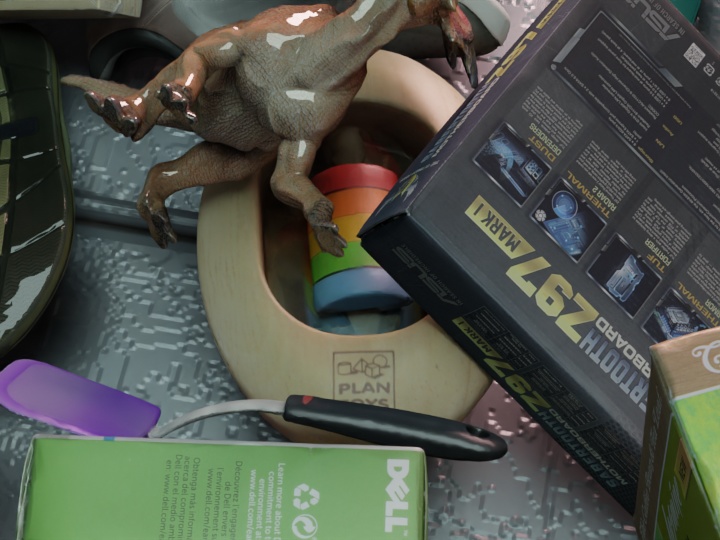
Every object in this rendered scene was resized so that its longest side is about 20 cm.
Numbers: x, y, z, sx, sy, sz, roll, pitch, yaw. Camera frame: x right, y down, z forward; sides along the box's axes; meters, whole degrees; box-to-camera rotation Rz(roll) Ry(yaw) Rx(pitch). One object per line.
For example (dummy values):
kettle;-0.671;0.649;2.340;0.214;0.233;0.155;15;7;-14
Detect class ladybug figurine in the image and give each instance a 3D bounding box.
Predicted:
ladybug figurine;0.000;0.000;0.843;0.135;0.072;0.200;-1;59;1

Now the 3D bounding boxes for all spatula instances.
spatula;-0.043;0.056;0.760;0.199;0.057;0.021;4;104;10

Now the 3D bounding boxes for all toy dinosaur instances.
toy dinosaur;-0.027;-0.080;0.796;0.200;0.086;0.136;-2;40;49

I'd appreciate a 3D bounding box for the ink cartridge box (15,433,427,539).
ink cartridge box;-0.023;0.112;0.758;0.199;0.104;0.059;1;60;2

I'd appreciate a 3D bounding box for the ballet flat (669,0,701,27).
ballet flat;0.119;-0.100;0.914;0.072;0.072;0.201;12;60;8

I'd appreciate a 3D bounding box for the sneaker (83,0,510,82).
sneaker;-0.032;-0.103;0.921;0.199;0.077;0.082;6;86;5

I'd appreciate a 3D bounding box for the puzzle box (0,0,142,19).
puzzle box;-0.140;-0.213;0.906;0.133;0.025;0.201;5;90;43

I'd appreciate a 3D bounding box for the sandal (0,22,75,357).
sandal;-0.158;-0.031;0.878;0.080;0.057;0.201;-6;44;4

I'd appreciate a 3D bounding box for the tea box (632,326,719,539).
tea box;0.213;0.111;0.647;0.199;0.134;0.197;-15;57;-4

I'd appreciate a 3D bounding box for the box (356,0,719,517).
box;0.119;-0.003;0.804;0.200;0.051;0.158;44;63;-9
